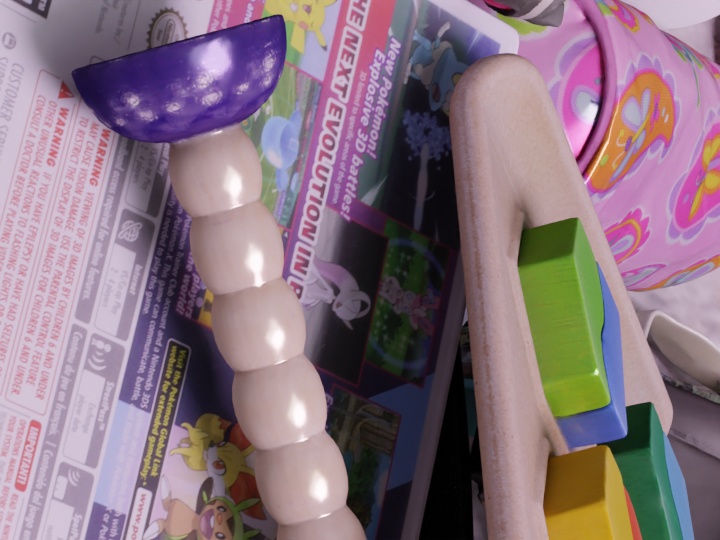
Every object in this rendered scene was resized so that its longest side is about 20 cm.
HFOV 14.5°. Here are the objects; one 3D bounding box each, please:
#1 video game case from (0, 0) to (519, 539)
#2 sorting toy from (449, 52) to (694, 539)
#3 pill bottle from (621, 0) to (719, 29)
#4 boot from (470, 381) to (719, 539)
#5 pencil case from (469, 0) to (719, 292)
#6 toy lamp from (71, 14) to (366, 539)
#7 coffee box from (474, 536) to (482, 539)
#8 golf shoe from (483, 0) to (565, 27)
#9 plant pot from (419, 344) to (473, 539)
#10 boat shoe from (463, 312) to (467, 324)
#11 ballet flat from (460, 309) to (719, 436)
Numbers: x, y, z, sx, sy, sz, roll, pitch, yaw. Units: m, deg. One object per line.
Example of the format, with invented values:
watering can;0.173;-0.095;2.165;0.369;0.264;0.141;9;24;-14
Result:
video game case;-0.046;-0.006;0.692;0.182;0.023;0.200;27;65;-36
sorting toy;0.064;0.071;0.734;0.185;0.036;0.200;63;22;-48
pill bottle;0.109;-0.167;0.866;0.114;0.114;0.200;-33;164;-26
boot;0.070;0.094;0.977;0.138;0.078;0.200;20;131;-28
pencil case;0.070;-0.043;0.882;0.200;0.087;0.088;11;99;-68
toy lamp;-0.014;0.043;0.660;0.058;0.058;0.200;-19;97;-33
coffee box;0.017;0.148;0.900;0.080;0.200;0.113;-7;110;-37
golf shoe;-0.004;-0.138;0.784;0.088;0.200;0.077;20;101;-38
plant pot;-0.089;0.007;0.782;0.199;0.200;0.178;11;87;-40
boat shoe;0.000;0.000;0.923;0.200;0.062;0.072;-60;150;-30
ballet flat;0.087;0.041;1.019;0.200;0.074;0.074;27;88;-43
